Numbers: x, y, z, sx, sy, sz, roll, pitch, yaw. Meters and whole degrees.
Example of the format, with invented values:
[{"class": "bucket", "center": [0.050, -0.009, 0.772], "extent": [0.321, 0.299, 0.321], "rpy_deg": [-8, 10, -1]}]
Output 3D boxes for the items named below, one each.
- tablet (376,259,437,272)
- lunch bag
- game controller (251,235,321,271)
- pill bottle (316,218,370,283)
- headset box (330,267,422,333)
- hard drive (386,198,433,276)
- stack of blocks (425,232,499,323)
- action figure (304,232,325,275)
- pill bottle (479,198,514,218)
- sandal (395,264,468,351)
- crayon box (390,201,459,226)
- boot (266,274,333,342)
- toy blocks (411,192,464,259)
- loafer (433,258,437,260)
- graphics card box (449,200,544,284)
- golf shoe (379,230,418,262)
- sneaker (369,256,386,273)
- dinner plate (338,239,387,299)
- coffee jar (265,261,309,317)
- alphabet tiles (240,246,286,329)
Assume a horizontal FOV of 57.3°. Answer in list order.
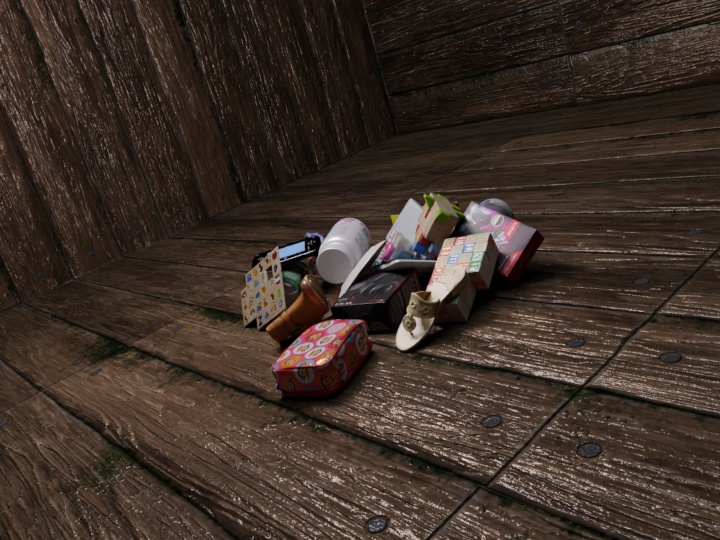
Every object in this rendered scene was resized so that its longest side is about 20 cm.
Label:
[{"class": "tablet", "center": [0.150, -0.009, 1.567], "extent": [0.196, 0.014, 0.130], "rpy_deg": [1, -8, -21]}, {"class": "lunch bag", "center": [-0.086, 0.171, 1.314], "extent": [0.173, 0.083, 0.200], "rpy_deg": [-8, 21, 31]}, {"class": "game controller", "center": [-0.199, -0.043, 1.777], "extent": [0.196, 0.043, 0.105], "rpy_deg": [-18, 17, 3]}, {"class": "pill bottle", "center": [-0.046, -0.052, 1.720], "extent": [0.111, 0.115, 0.201], "rpy_deg": [-12, 20, 18]}, {"class": "headset box", "center": [0.045, 0.066, 1.513], "extent": [0.147, 0.079, 0.200], "rpy_deg": [-6, 22, 32]}, {"class": "hard drive", "center": [0.146, -0.090, 1.729], "extent": [0.133, 0.026, 0.200], "rpy_deg": [-58, 34, 15]}, {"class": "stack of blocks", "center": [0.216, 0.015, 1.410], "extent": [0.114, 0.059, 0.202], "rpy_deg": [-7, 43, 36]}, {"class": "action figure", "center": [-0.073, -0.023, 1.875], "extent": [0.200, 0.105, 0.192], "rpy_deg": [43, 33, 19]}, {"class": "pill bottle", "center": [0.320, -0.099, 1.678], "extent": [0.112, 0.116, 0.200], "rpy_deg": [-8, 19, 28]}, {"class": "sandal", "center": [0.128, 0.058, 1.320], "extent": [0.212, 0.070, 0.077], "rpy_deg": [-48, 39, -9]}, {"class": "crayon box", "center": [0.189, -0.113, 1.823], "extent": [0.197, 0.129, 0.051], "rpy_deg": [-3, 21, 37]}, {"class": "boot", "center": [-0.147, 0.092, 1.490], "extent": [0.153, 0.078, 0.200], "rpy_deg": [-25, -22, -2]}, {"class": "toy blocks", "center": [0.170, -0.095, 1.567], "extent": [0.098, 0.139, 0.201], "rpy_deg": [22, 18, -10]}, {"class": "loafer", "center": [0.194, -0.033, 1.721], "extent": [0.071, 0.064, 0.199], "rpy_deg": [9, 4, -35]}, {"class": "graphics card box", "center": [0.302, -0.067, 1.504], "extent": [0.199, 0.051, 0.127], "rpy_deg": [33, 90, 44]}, {"class": "golf shoe", "center": [0.101, -0.047, 1.593], "extent": [0.076, 0.091, 0.200], "rpy_deg": [-59, -5, 14]}, {"class": "sneaker", "center": [0.068, -0.010, 1.759], "extent": [0.086, 0.078, 0.200], "rpy_deg": [-35, 15, 2]}, {"class": "dinner plate", "center": [0.000, 0.000, 1.637], "extent": [0.201, 0.024, 0.200], "rpy_deg": [-53, -3, -4]}, {"class": "coffee jar", "center": [-0.192, 0.044, 1.760], "extent": [0.084, 0.106, 0.200], "rpy_deg": [19, 20, -3]}, {"class": "alphabet tiles", "center": [-0.252, 0.060, 1.683], "extent": [0.007, 0.170, 0.199], "rpy_deg": [9, -31, -37]}]
